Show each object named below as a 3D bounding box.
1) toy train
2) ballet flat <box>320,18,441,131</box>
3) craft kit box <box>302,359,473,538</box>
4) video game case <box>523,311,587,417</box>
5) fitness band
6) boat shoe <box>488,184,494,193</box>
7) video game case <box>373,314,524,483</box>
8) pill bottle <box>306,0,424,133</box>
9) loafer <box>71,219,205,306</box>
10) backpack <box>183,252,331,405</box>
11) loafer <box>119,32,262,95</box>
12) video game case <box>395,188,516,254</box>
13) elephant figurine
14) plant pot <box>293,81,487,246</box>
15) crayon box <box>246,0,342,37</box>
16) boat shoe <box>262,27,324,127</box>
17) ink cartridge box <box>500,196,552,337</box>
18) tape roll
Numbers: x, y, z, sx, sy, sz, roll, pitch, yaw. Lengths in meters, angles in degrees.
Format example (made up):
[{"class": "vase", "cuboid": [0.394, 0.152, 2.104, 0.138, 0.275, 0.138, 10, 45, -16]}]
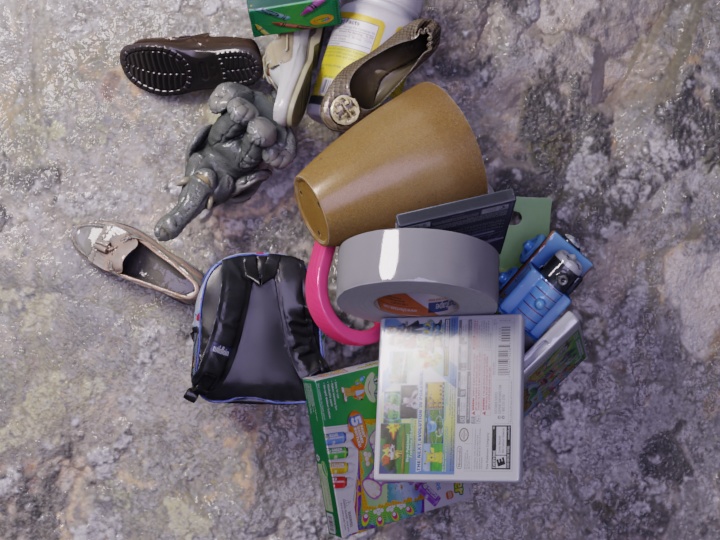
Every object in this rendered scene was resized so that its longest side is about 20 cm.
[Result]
[{"class": "toy train", "cuboid": [0.209, 0.041, 1.606, 0.086, 0.114, 0.200, 39, 102, -12]}, {"class": "ballet flat", "cuboid": [0.030, -0.248, 1.600, 0.200, 0.046, 0.068, -41, 110, -15]}, {"class": "craft kit box", "cuboid": [0.037, 0.214, 1.611, 0.196, 0.048, 0.202, -12, 94, -29]}, {"class": "video game case", "cuboid": [0.217, 0.144, 1.631, 0.182, 0.200, 0.022, -44, 70, -2]}, {"class": "fitness band", "cuboid": [0.000, 0.000, 1.640, 0.143, 0.037, 0.202, 31, 62, -32]}, {"class": "boat shoe", "cuboid": [0.125, -0.134, 1.697, 0.072, 0.069, 0.201, -30, 89, -2]}, {"class": "video game case", "cuboid": [0.108, 0.155, 1.538, 0.180, 0.022, 0.202, -2, 74, 18]}, {"class": "pill bottle", "cuboid": [0.011, -0.282, 1.676, 0.113, 0.114, 0.202, 19, 88, -1]}, {"class": "loafer", "cuboid": [-0.293, -0.014, 1.688, 0.198, 0.063, 0.072, 26, 89, -1]}, {"class": "backpack", "cuboid": [-0.131, 0.071, 1.646, 0.198, 0.154, 0.193, 2, 94, -15]}, {"class": "loafer", "cuboid": [-0.222, -0.279, 1.702, 0.198, 0.071, 0.074, 4, 123, 8]}, {"class": "video game case", "cuboid": [0.112, -0.043, 1.561, 0.141, 0.200, 0.019, -13, 73, -3]}, {"class": "elephant figurine", "cuboid": [-0.183, -0.140, 1.668, 0.200, 0.154, 0.142, -49, 53, 23]}, {"class": "plant pot", "cuboid": [0.025, -0.109, 1.570, 0.198, 0.186, 0.188, -24, 89, -17]}, {"class": "crayon box", "cuboid": [-0.095, -0.407, 1.662, 0.117, 0.058, 0.202, -9, 61, 0]}, {"class": "boat shoe", "cuboid": [-0.095, -0.263, 1.660, 0.068, 0.075, 0.201, 11, 47, 1]}, {"class": "ink cartridge box", "cuboid": [0.180, 0.006, 1.679, 0.144, 0.048, 0.202, 2, 107, -2]}, {"class": "tape roll", "cuboid": [0.069, 0.012, 1.541, 0.198, 0.201, 0.067, 3, 72, -1]}]
